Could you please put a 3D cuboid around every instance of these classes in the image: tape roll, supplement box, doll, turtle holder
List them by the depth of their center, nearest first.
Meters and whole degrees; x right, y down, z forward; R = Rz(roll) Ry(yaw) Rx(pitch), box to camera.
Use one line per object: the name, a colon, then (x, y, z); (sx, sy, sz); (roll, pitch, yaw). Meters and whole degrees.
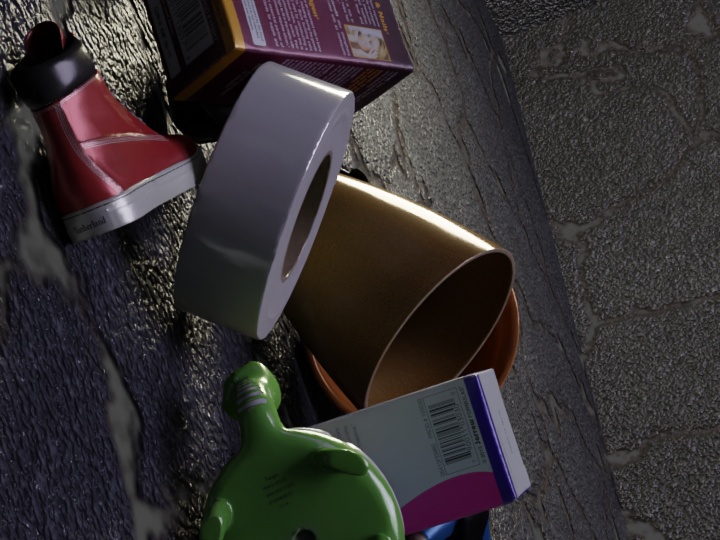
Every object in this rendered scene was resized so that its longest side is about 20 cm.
turtle holder: (-0.053, 0.172, 1.330); (0.185, 0.141, 0.132); (39, -1, 0)
tape roll: (-0.071, -0.053, 1.426); (0.202, 0.071, 0.203); (20, 90, -85)
supplement box: (0.019, 0.155, 1.465); (0.103, 0.199, 0.102); (4, 68, -78)
supplement box: (-0.065, -0.195, 1.513); (0.199, 0.086, 0.111); (1, 65, -45)
doll: (0.061, 0.237, 1.556); (0.048, 0.200, 0.136); (33, 3, 31)

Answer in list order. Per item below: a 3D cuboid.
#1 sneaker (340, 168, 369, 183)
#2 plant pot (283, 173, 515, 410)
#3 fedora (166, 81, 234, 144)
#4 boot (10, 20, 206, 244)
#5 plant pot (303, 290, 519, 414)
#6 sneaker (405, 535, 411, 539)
sneaker: (-0.020, -0.052, 1.876); (0.200, 0.084, 0.075); (58, 18, -48)
plant pot: (0.000, 0.000, 1.639); (0.200, 0.187, 0.186); (40, 0, 23)
fedora: (-0.104, -0.166, 1.597); (0.200, 0.091, 0.201); (25, 49, -33)
boot: (-0.175, -0.110, 1.320); (0.200, 0.072, 0.145); (-45, 114, -73)
plant pot: (0.043, 0.053, 1.791); (0.140, 0.199, 0.201); (155, -84, -86)
sneaker: (0.021, 0.182, 1.617); (0.200, 0.071, 0.113); (1, 64, -48)
